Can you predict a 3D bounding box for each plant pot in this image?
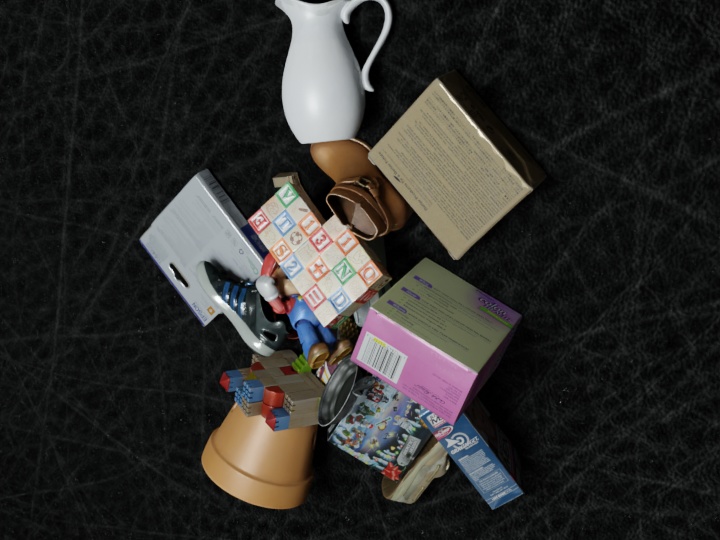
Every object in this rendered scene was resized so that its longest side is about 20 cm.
[{"bbox_3d":[-0.157,0.288,1.612,0.197,0.199,0.142,27,105,17],"label":"plant pot"}]

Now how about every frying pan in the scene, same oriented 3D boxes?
[{"bbox_3d":[-0.011,0.165,1.408,0.031,0.116,0.190,28,137,-18],"label":"frying pan"}]

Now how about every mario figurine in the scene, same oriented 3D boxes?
[{"bbox_3d":[-0.086,0.044,1.466,0.105,0.124,0.202,-34,69,2],"label":"mario figurine"}]

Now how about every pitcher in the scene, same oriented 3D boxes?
[{"bbox_3d":[-0.032,-0.289,1.347,0.168,0.121,0.205,-3,98,14],"label":"pitcher"}]

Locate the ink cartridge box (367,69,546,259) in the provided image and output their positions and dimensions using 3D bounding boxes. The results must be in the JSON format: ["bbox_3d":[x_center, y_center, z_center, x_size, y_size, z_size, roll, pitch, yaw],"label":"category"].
[{"bbox_3d":[0.133,-0.147,1.325,0.201,0.075,0.165,49,126,2],"label":"ink cartridge box"}]

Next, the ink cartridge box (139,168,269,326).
[{"bbox_3d":[-0.263,-0.036,1.618,0.199,0.041,0.201,-38,90,35],"label":"ink cartridge box"}]

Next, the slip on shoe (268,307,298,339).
[{"bbox_3d":[-0.136,0.080,1.582,0.196,0.061,0.076,0,112,31],"label":"slip on shoe"}]

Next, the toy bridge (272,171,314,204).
[{"bbox_3d":[-0.087,-0.057,1.517,0.066,0.027,0.204,-2,109,30],"label":"toy bridge"}]

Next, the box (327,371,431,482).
[{"bbox_3d":[0.055,0.216,1.481,0.135,0.040,0.202,30,106,-10],"label":"box"}]

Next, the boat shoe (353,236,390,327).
[{"bbox_3d":[0.000,0.000,1.465,0.070,0.070,0.205,-1,112,26],"label":"boat shoe"}]

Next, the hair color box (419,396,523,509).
[{"bbox_3d":[0.167,0.247,1.419,0.060,0.101,0.201,-32,110,18],"label":"hair color box"}]

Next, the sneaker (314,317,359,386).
[{"bbox_3d":[-0.047,0.167,1.560,0.088,0.075,0.205,4,110,27],"label":"sneaker"}]

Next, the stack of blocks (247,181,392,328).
[{"bbox_3d":[-0.060,-0.031,1.379,0.115,0.058,0.201,-40,75,9],"label":"stack of blocks"}]

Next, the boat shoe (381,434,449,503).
[{"bbox_3d":[0.111,0.302,1.536,0.064,0.073,0.202,24,115,-24],"label":"boat shoe"}]

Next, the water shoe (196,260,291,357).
[{"bbox_3d":[-0.188,0.047,1.550,0.079,0.071,0.201,-43,75,7],"label":"water shoe"}]

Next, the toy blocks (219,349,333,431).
[{"bbox_3d":[-0.141,0.194,1.534,0.200,0.134,0.102,40,126,49],"label":"toy blocks"}]

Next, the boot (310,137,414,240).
[{"bbox_3d":[-0.017,-0.124,1.371,0.198,0.154,0.075,32,121,14],"label":"boot"}]

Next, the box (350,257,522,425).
[{"bbox_3d":[0.112,0.096,1.362,0.174,0.200,0.098,30,123,14],"label":"box"}]
